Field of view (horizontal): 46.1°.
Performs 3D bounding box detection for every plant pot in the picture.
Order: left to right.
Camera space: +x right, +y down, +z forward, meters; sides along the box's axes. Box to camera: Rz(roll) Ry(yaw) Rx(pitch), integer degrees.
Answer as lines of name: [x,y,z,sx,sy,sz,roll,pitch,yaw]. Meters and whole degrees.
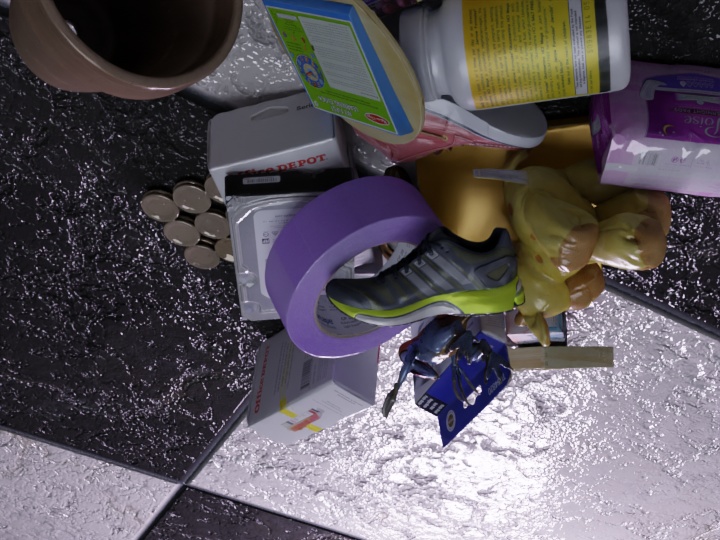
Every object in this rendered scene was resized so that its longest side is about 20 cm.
plant pot: [-0.230,-0.241,0.756,0.199,0.204,0.173,37,153,-32]

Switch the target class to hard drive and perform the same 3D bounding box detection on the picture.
hard drive: [-0.073,-0.023,0.935,0.136,0.038,0.202,-4,139,-6]

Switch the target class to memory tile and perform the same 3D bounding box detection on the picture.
memory tile: [-0.166,-0.067,1.071,0.196,0.017,0.154,-13,137,23]

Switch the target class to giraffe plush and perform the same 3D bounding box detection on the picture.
giraffe plush: [0.202,-0.016,0.867,0.195,0.174,0.165,14,128,15]

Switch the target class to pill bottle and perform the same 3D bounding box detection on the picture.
pill bottle: [0.138,-0.208,0.764,0.195,0.114,0.113,-5,140,15]

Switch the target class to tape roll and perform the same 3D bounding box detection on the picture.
tape roll: [0.000,0.000,0.897,0.196,0.066,0.202,-21,143,-16]

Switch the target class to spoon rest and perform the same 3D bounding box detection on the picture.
spoon rest: [0.023,0.013,1.102,0.097,0.062,0.201,2,159,8]

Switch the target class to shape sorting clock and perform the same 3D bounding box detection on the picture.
shape sorting clock: [-0.015,-0.198,0.783,0.199,0.039,0.201,41,161,18]

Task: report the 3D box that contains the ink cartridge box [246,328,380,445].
ink cartridge box: [-0.066,0.145,1.212,0.083,0.148,0.198,31,137,-30]

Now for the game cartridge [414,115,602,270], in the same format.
game cartridge: [0.166,-0.074,0.943,0.195,0.033,0.180,-3,117,16]

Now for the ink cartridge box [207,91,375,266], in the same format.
ink cartridge box: [-0.074,-0.087,0.956,0.141,0.085,0.202,-13,138,6]

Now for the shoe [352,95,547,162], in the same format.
shoe: [0.089,-0.154,0.879,0.196,0.073,0.092,18,143,-4]

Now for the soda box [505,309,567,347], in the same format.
soda box: [0.221,0.058,1.050,0.067,0.065,0.200,-4,170,15]

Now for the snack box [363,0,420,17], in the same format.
snack box: [0.037,-0.302,0.713,0.196,0.054,0.143,-14,135,28]

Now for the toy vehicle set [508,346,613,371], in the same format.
toy vehicle set: [0.222,0.120,1.132,0.122,0.027,0.199,3,171,-32]

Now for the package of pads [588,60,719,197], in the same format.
package of pads: [0.324,-0.135,0.816,0.195,0.123,0.076,6,142,2]

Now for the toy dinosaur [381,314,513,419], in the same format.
toy dinosaur: [0.099,0.084,0.973,0.103,0.205,0.181,16,-179,-23]

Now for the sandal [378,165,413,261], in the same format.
sandal: [0.047,-0.040,1.020,0.053,0.082,0.202,-3,145,13]

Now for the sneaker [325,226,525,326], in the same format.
sneaker: [0.062,0.001,0.823,0.195,0.074,0.083,-7,108,-5]

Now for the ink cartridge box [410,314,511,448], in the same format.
ink cartridge box: [0.118,0.089,1.063,0.040,0.204,0.201,10,142,-17]
